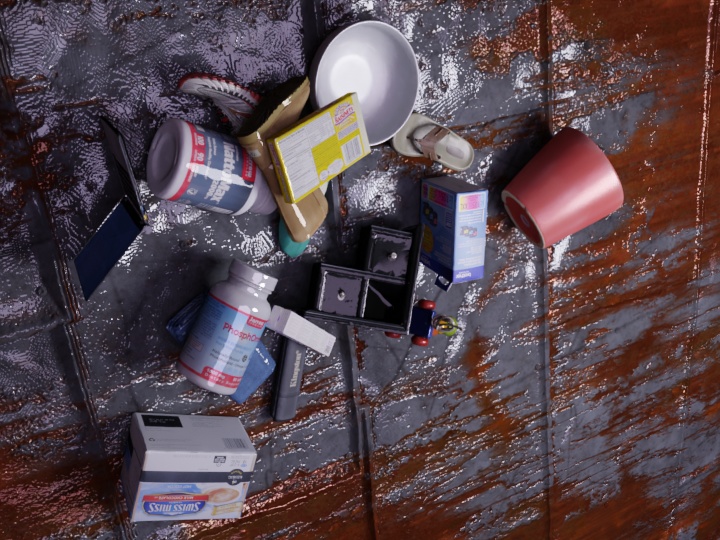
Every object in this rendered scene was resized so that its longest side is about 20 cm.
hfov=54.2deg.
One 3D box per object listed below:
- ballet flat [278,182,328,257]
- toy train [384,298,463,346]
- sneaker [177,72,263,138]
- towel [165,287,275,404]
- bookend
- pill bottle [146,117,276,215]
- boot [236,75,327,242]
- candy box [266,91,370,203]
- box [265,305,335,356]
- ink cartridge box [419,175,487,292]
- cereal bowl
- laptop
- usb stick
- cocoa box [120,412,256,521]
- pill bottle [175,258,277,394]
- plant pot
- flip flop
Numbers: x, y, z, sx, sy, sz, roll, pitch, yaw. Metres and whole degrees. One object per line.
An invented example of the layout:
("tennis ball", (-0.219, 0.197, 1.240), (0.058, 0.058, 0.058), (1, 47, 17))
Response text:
("ballet flat", (-0.095, -0.114, 1.218), (0.066, 0.070, 0.204), (8, 103, -30))
("toy train", (0.146, 0.104, 1.342), (0.115, 0.198, 0.087), (12, 90, -46))
("sneaker", (-0.196, -0.251, 1.113), (0.197, 0.078, 0.083), (21, 98, -32))
("towel", (-0.240, 0.132, 1.238), (0.111, 0.048, 0.201), (-41, 120, -14))
("bookend", (0.000, 0.000, 1.276), (0.195, 0.092, 0.205), (11, 87, -14))
("pill bottle", (-0.220, -0.153, 1.103), (0.198, 0.119, 0.122), (11, 102, -43))
("boot", (-0.102, -0.177, 1.116), (0.176, 0.065, 0.202), (-53, 133, -29))
("candy box", (-0.059, -0.193, 1.094), (0.199, 0.026, 0.104), (-40, 123, -39))
("box", (-0.101, 0.109, 1.246), (0.042, 0.038, 0.200), (-69, 155, -9))
("ink cartridge box", (0.173, -0.065, 1.339), (0.075, 0.136, 0.204), (-10, 111, -22))
("cereal bowl", (-0.002, -0.317, 1.190), (0.196, 0.083, 0.204), (-9, 111, -24))
("laptop", (-0.377, -0.096, 1.004), (0.114, 0.187, 0.204), (-20, 116, -20))
("usb stick", (-0.132, 0.188, 1.323), (0.055, 0.032, 0.204), (2, 105, -34))
("cocoa box", (-0.301, 0.340, 1.226), (0.197, 0.133, 0.134), (10, 104, -30))
("pill bottle", (-0.213, 0.089, 1.149), (0.108, 0.108, 0.203), (25, 90, -32))
("plant pot", (0.392, -0.152, 1.406), (0.176, 0.201, 0.202), (-36, 120, -2))
("flip flop", (0.141, -0.234, 1.310), (0.197, 0.057, 0.082), (17, 98, -32))
